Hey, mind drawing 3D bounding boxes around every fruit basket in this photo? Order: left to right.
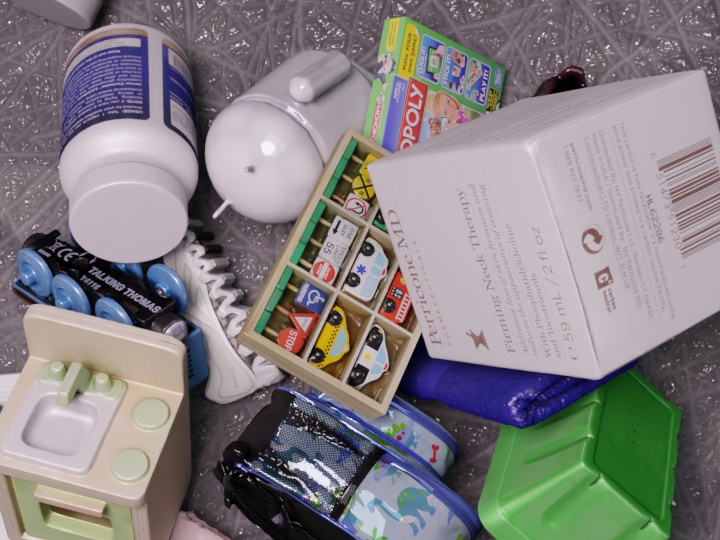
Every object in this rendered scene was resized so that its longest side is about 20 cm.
[{"bbox_3d":[0.162,0.190,0.965,0.156,0.216,0.216,41,86,-8],"label":"fruit basket"}]

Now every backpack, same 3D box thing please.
[{"bbox_3d":[0.002,0.178,0.964,0.200,0.183,0.147,34,72,9],"label":"backpack"}]

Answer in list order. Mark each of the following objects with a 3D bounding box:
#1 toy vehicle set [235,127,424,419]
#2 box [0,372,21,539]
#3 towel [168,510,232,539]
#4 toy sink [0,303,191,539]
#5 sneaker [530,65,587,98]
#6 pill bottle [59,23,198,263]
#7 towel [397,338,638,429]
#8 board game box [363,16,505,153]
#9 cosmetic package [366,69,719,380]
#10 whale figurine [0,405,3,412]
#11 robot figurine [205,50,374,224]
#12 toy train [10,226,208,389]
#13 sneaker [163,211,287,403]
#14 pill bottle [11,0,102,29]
[{"bbox_3d":[0.000,0.000,0.925,0.124,0.027,0.200,30,65,-10],"label":"toy vehicle set"},{"bbox_3d":[-0.256,0.187,1.050,0.144,0.036,0.200,-6,84,2],"label":"box"},{"bbox_3d":[-0.122,0.327,0.964,0.191,0.032,0.200,23,85,31],"label":"towel"},{"bbox_3d":[-0.212,0.141,0.924,0.130,0.200,0.112,14,49,4],"label":"toy sink"},{"bbox_3d":[0.144,-0.095,1.004,0.076,0.116,0.200,23,68,1],"label":"sneaker"},{"bbox_3d":[-0.197,-0.109,1.002,0.116,0.116,0.200,-11,48,1],"label":"pill bottle"},{"bbox_3d":[0.120,0.074,0.957,0.148,0.200,0.050,-31,108,-24],"label":"towel"},{"bbox_3d":[0.059,-0.104,1.032,0.029,0.135,0.200,4,81,47],"label":"board game box"},{"bbox_3d":[0.143,-0.034,0.854,0.166,0.200,0.167,-25,102,-28],"label":"cosmetic package"},{"bbox_3d":[-0.415,0.125,1.023,0.200,0.104,0.159,17,84,15],"label":"whale figurine"},{"bbox_3d":[-0.057,-0.115,1.014,0.113,0.170,0.200,34,46,9],"label":"robot figurine"},{"bbox_3d":[-0.219,0.037,1.012,0.200,0.114,0.087,26,45,32],"label":"toy train"},{"bbox_3d":[-0.146,0.027,1.051,0.081,0.075,0.200,-32,82,8],"label":"sneaker"},{"bbox_3d":[-0.255,-0.333,1.078,0.114,0.114,0.200,20,84,5],"label":"pill bottle"}]
